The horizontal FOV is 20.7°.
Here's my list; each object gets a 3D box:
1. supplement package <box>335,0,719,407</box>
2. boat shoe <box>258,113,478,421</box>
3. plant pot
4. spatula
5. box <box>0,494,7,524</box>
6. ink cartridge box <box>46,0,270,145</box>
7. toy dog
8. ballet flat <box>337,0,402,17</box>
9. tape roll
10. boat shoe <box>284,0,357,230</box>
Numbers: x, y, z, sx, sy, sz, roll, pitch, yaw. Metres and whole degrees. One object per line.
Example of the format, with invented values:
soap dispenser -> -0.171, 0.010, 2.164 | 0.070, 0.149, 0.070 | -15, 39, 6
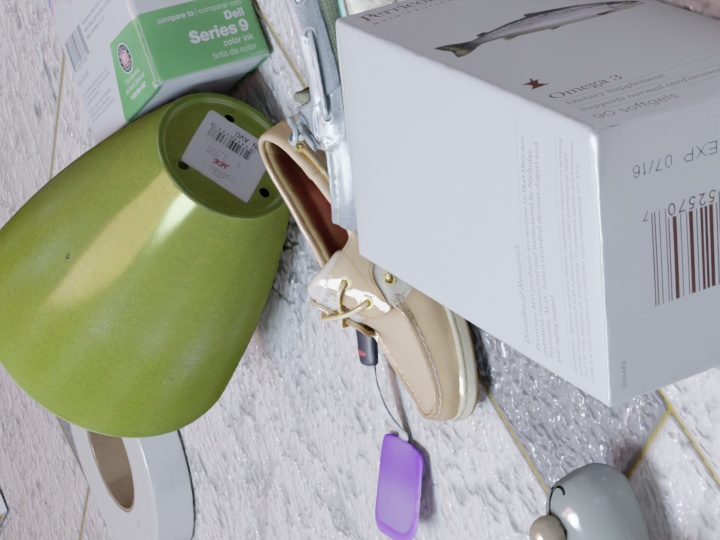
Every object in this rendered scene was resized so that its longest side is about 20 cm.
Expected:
supplement package -> 0.089, -0.045, 0.828 | 0.200, 0.117, 0.118 | 31, 134, 55
boat shoe -> 0.000, 0.000, 1.108 | 0.200, 0.069, 0.074 | 65, 155, 16
plant pot -> -0.126, -0.021, 1.265 | 0.200, 0.187, 0.187 | -49, 61, 47
spatula -> 0.013, 0.069, 1.188 | 0.056, 0.021, 0.201 | 23, 127, 61
box -> -0.497, 0.223, 2.296 | 0.200, 0.101, 0.113 | 66, 156, 14
ink cartridge box -> -0.147, -0.200, 1.268 | 0.200, 0.087, 0.145 | 68, 155, 4
toy dog -> 0.119, 0.205, 0.941 | 0.200, 0.096, 0.132 | 59, 153, 27
ballet flat -> 0.038, -0.094, 0.995 | 0.062, 0.067, 0.201 | 1, 113, 35
tape roll -> -0.200, 0.151, 1.684 | 0.203, 0.037, 0.203 | 45, 144, 45
boat shoe -> -0.019, -0.117, 1.044 | 0.074, 0.065, 0.203 | -78, -18, -73
